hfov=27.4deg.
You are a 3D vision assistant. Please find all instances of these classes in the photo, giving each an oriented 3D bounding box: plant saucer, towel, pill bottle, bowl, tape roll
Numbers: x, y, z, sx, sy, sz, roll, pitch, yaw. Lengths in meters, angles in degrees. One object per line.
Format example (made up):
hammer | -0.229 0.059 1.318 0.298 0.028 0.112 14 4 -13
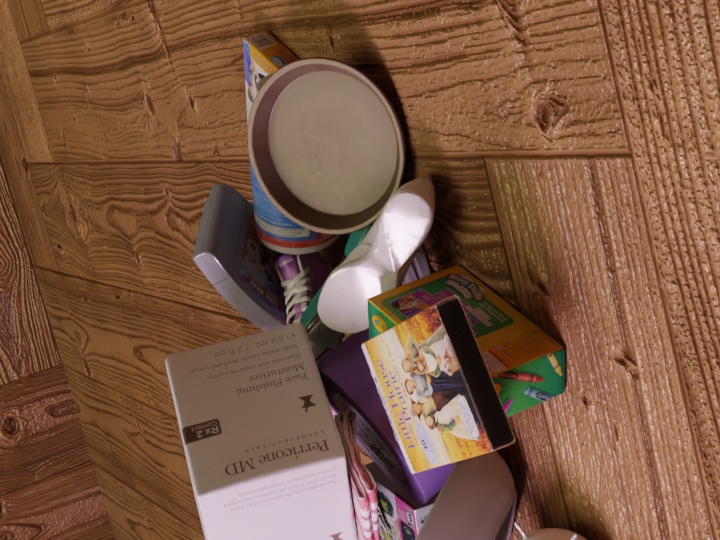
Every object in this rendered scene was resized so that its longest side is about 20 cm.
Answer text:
plant saucer | -0.036 -0.141 1.659 0.198 0.029 0.203 9 111 23
towel | 0.007 0.270 1.623 0.147 0.030 0.202 -113 12 -55
pill bottle | -0.079 -0.131 1.774 0.112 0.111 0.202 43 145 46
bowl | 0.110 0.304 1.613 0.074 0.201 0.201 22 148 16
tape roll | 0.038 0.162 1.689 0.200 0.085 0.200 48 167 14

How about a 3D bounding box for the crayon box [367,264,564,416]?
crayon box | 0.106 0.076 1.519 0.200 0.118 0.059 41 143 50

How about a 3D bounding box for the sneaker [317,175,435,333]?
sneaker | 0.026 -0.018 1.611 0.075 0.089 0.201 35 117 -4

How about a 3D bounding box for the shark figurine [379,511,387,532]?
shark figurine | -0.023 0.285 1.790 0.214 0.089 0.130 -139 26 -87

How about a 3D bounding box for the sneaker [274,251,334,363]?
sneaker | -0.075 0.044 1.796 0.115 0.072 0.201 54 -157 -22

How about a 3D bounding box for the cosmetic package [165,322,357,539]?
cosmetic package | -0.109 0.198 1.619 0.166 0.163 0.201 84 169 -46

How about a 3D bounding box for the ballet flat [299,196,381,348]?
ballet flat | 0.000 0.000 1.715 0.201 0.063 0.067 -60 16 9

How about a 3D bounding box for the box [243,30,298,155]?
box | -0.104 -0.188 1.878 0.119 0.041 0.202 46 144 44

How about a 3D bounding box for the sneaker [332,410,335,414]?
sneaker | -0.032 0.150 1.950 0.076 0.104 0.201 51 -166 -21

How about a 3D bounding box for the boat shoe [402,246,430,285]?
boat shoe | 0.060 0.066 1.675 0.073 0.066 0.202 -28 82 66

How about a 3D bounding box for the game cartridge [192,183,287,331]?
game cartridge | -0.125 -0.001 1.840 0.200 0.041 0.134 42 -144 -35

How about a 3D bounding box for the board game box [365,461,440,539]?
board game box | 0.071 0.353 1.874 0.147 0.064 0.203 29 133 59

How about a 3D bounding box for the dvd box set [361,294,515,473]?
dvd box set | 0.071 0.115 1.438 0.148 0.029 0.200 69 156 5

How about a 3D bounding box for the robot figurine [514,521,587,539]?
robot figurine | 0.202 0.351 1.521 0.167 0.113 0.203 -1 112 22
